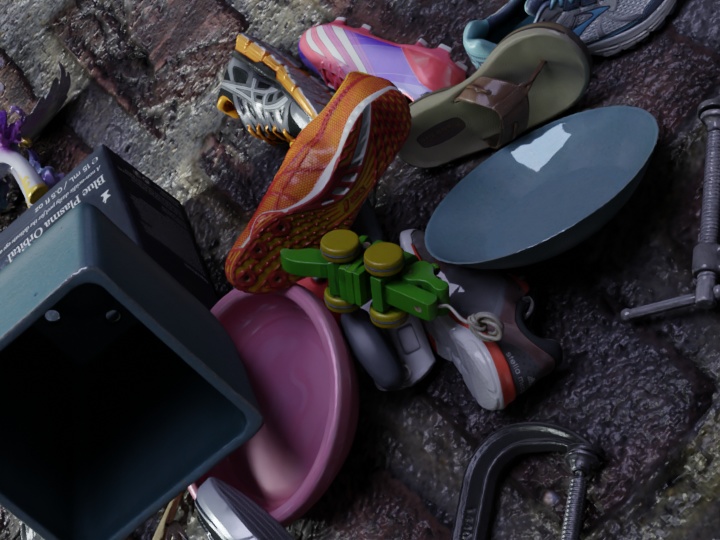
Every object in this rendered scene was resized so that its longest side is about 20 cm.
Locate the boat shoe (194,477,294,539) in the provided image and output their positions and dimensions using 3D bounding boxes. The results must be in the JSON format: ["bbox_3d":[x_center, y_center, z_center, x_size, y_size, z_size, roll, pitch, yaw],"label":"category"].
[{"bbox_3d":[-0.070,0.241,1.388,0.071,0.072,0.200,-47,62,10],"label":"boat shoe"}]

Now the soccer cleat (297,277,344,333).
[{"bbox_3d":[-0.026,-0.018,1.574,0.068,0.085,0.202,2,86,18],"label":"soccer cleat"}]

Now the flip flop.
[{"bbox_3d":[0.104,-0.131,1.518,0.199,0.081,0.058,-26,26,32],"label":"flip flop"}]

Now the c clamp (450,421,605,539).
[{"bbox_3d":[0.129,0.194,1.320,0.170,0.027,0.201,-17,53,38],"label":"c clamp"}]

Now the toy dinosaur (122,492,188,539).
[{"bbox_3d":[-0.161,0.237,1.489,0.058,0.101,0.201,0,59,1],"label":"toy dinosaur"}]

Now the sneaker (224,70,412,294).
[{"bbox_3d":[-0.036,-0.065,1.470,0.200,0.073,0.077,-50,35,-3],"label":"sneaker"}]

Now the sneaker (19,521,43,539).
[{"bbox_3d":[-0.248,0.234,1.591,0.090,0.076,0.202,0,68,30],"label":"sneaker"}]

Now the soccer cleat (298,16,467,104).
[{"bbox_3d":[0.007,-0.170,1.650,0.199,0.067,0.077,17,71,42],"label":"soccer cleat"}]

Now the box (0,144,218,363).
[{"bbox_3d":[-0.244,0.030,1.687,0.196,0.117,0.201,-39,44,12],"label":"box"}]

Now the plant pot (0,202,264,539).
[{"bbox_3d":[-0.214,0.064,1.467,0.196,0.196,0.200,-38,28,14],"label":"plant pot"}]

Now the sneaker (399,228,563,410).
[{"bbox_3d":[0.094,0.030,1.447,0.081,0.077,0.200,-23,43,-10],"label":"sneaker"}]

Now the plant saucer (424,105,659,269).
[{"bbox_3d":[0.144,-0.053,1.435,0.200,0.039,0.201,-27,22,12],"label":"plant saucer"}]

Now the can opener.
[{"bbox_3d":[0.000,0.000,1.479,0.053,0.067,0.201,-25,75,13],"label":"can opener"}]

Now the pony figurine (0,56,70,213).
[{"bbox_3d":[-0.371,-0.118,1.897,0.193,0.166,0.200,-47,57,15],"label":"pony figurine"}]

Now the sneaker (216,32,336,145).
[{"bbox_3d":[-0.066,-0.144,1.697,0.078,0.078,0.200,-59,37,10],"label":"sneaker"}]

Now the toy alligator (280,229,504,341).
[{"bbox_3d":[0.032,0.007,1.405,0.199,0.060,0.054,17,41,29],"label":"toy alligator"}]

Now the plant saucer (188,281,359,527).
[{"bbox_3d":[-0.069,0.109,1.494,0.200,0.051,0.202,-14,71,44],"label":"plant saucer"}]

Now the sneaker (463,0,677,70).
[{"bbox_3d":[0.172,-0.213,1.520,0.199,0.086,0.078,-34,44,17],"label":"sneaker"}]

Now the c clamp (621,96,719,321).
[{"bbox_3d":[0.276,-0.063,1.358,0.170,0.027,0.201,-7,58,38],"label":"c clamp"}]
